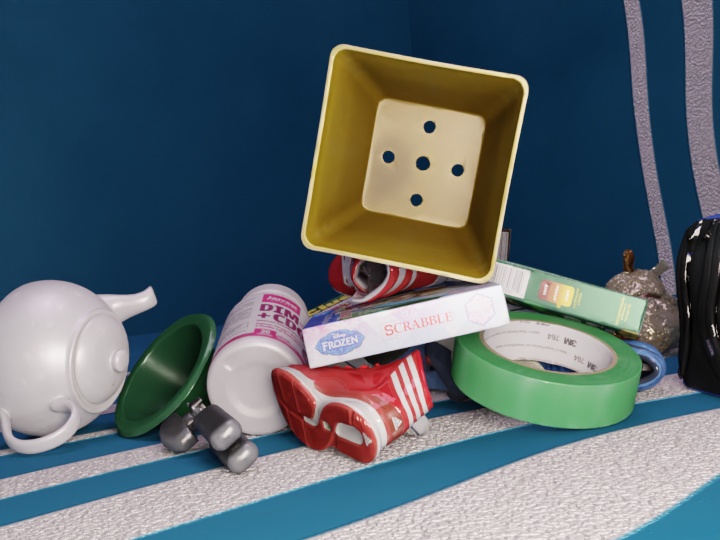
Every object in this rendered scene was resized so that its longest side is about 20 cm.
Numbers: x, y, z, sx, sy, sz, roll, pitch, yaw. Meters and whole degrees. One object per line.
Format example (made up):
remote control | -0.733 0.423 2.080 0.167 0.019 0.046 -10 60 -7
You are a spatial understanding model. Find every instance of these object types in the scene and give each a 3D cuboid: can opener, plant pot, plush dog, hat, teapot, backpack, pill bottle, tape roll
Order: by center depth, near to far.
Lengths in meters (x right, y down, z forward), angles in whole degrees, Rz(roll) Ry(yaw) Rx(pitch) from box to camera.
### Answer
can opener | -0.148 0.166 0.926 0.066 0.053 0.199 -41 12 -19
tape roll | 0.196 0.101 1.006 0.196 0.049 0.201 5 17 -2
plant pot | 0.060 -0.114 1.010 0.196 0.204 0.176 11 8 6
backpack | 0.453 0.034 1.092 0.164 0.205 0.162 -4 0 -11
pill bottle | -0.112 0.095 1.106 0.111 0.116 0.201 -4 19 1
teapot | -0.344 0.109 1.125 0.143 0.205 0.197 2 -7 20
hat | -0.184 0.167 1.176 0.164 0.202 0.176 -24 -55 32
plush dog | 0.460 0.072 1.526 0.195 0.163 0.173 -6 27 -4

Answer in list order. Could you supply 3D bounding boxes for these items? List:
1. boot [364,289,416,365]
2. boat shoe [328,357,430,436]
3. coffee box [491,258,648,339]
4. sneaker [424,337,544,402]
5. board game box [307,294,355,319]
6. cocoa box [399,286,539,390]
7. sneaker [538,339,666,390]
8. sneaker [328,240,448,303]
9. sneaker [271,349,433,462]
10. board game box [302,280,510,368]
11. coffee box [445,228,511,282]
boot | -0.016 0.101 1.193 0.203 0.074 0.153 -43 10 -18
boat shoe | 0.004 0.141 1.014 0.070 0.071 0.199 -42 28 -11
coffee box | 0.236 0.033 1.114 0.196 0.045 0.123 16 -3 15
sneaker | 0.146 0.129 1.117 0.074 0.086 0.199 -5 26 -33
board game box | -0.030 0.060 1.293 0.197 0.024 0.105 -26 12 -15
cocoa box | 0.137 0.091 1.305 0.131 0.134 0.198 -6 1 -37
sneaker | 0.267 0.116 1.142 0.196 0.067 0.078 -4 0 16
sneaker | 0.000 0.000 1.094 0.111 0.073 0.198 -8 -1 -41
sneaker | -0.001 0.122 0.930 0.114 0.080 0.199 -23 23 -28
board game box | 0.043 0.050 0.985 0.195 0.042 0.200 -12 2 0
coffee box | 0.107 -0.028 1.311 0.112 0.082 0.198 8 4 42
